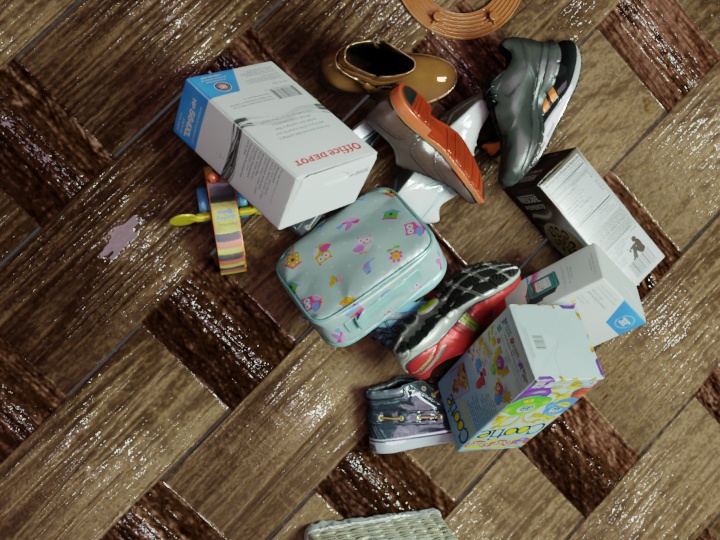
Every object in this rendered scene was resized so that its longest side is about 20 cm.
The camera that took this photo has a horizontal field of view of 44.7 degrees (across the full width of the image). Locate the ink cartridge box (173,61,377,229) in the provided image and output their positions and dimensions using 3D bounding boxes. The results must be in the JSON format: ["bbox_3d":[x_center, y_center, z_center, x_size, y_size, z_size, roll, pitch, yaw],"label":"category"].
[{"bbox_3d":[-0.103,-0.155,1.056,0.200,0.084,0.146,44,41,20],"label":"ink cartridge box"}]

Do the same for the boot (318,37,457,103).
[{"bbox_3d":[0.050,-0.261,1.126,0.199,0.155,0.077,5,90,-14],"label":"boot"}]

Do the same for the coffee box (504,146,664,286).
[{"bbox_3d":[0.309,-0.068,1.218,0.080,0.113,0.200,-44,100,-9],"label":"coffee box"}]

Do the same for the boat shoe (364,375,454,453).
[{"bbox_3d":[0.105,0.186,1.198,0.200,0.071,0.091,-9,96,-12],"label":"boat shoe"}]

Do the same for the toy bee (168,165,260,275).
[{"bbox_3d":[-0.182,-0.090,1.101,0.131,0.109,0.200,-30,98,-7],"label":"toy bee"}]

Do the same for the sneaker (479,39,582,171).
[{"bbox_3d":[0.235,-0.239,1.215,0.090,0.070,0.201,24,88,-16],"label":"sneaker"}]

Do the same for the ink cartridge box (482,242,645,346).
[{"bbox_3d":[0.257,0.059,1.164,0.200,0.067,0.116,-31,129,29],"label":"ink cartridge box"}]

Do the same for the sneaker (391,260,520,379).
[{"bbox_3d":[0.130,0.064,1.146,0.200,0.077,0.085,-37,123,-6],"label":"sneaker"}]

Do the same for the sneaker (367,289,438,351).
[{"bbox_3d":[0.056,0.080,1.180,0.199,0.079,0.096,-4,95,-13],"label":"sneaker"}]

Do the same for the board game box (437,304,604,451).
[{"bbox_3d":[0.196,0.139,1.107,0.103,0.200,0.105,2,55,-25],"label":"board game box"}]

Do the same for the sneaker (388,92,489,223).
[{"bbox_3d":[0.122,-0.153,1.198,0.080,0.070,0.200,37,91,-17],"label":"sneaker"}]

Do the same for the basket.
[{"bbox_3d":[0.036,0.440,1.148,0.199,0.161,0.199,-4,94,-12],"label":"basket"}]

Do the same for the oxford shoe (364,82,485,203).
[{"bbox_3d":[0.088,-0.152,1.130,0.072,0.071,0.200,-30,119,30],"label":"oxford shoe"}]

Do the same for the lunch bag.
[{"bbox_3d":[0.000,0.000,1.117,0.200,0.160,0.077,-36,140,-4],"label":"lunch bag"}]

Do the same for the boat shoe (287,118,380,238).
[{"bbox_3d":[-0.026,-0.126,1.156,0.068,0.072,0.200,45,84,-9],"label":"boat shoe"}]

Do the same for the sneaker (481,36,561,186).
[{"bbox_3d":[0.198,-0.210,1.150,0.090,0.076,0.201,12,85,-8],"label":"sneaker"}]

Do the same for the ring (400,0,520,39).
[{"bbox_3d":[0.140,-0.422,1.213,0.200,0.019,0.201,0,92,-13],"label":"ring"}]
